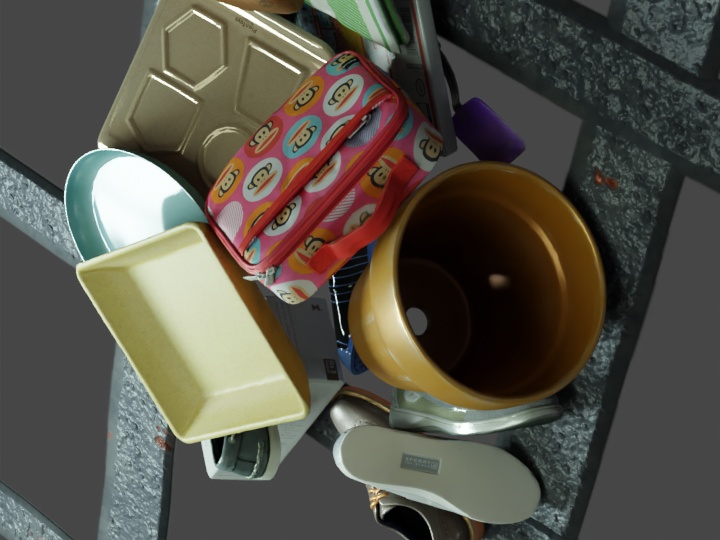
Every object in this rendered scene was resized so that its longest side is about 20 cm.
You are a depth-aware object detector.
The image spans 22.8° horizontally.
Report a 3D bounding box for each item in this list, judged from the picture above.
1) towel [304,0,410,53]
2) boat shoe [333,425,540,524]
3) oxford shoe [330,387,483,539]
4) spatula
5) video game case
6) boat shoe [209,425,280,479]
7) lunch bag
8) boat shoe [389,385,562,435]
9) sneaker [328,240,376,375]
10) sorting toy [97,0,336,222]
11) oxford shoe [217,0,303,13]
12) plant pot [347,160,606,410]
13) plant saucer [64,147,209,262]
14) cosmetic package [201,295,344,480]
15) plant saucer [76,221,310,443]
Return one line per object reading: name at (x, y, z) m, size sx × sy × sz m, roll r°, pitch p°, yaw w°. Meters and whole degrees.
towel at (-0.051, -0.270, 1.500) m, size 0.199 × 0.023 × 0.153 m, roll 34°, pitch 164°, yaw 34°
boat shoe at (0.068, 0.190, 1.668) m, size 0.068 × 0.198 × 0.073 m, roll 161°, pitch 118°, yaw -79°
oxford shoe at (0.033, 0.198, 1.731) m, size 0.200 × 0.073 × 0.071 m, roll 47°, pitch 137°, yaw 14°
spatula at (0.070, -0.173, 1.534) m, size 0.201 × 0.020 × 0.057 m, roll 57°, pitch 143°, yaw 8°
video game case at (0.000, -0.178, 1.584) m, size 0.199 × 0.017 × 0.144 m, roll 11°, pitch 120°, yaw 47°
boat shoe at (-0.130, 0.117, 1.721) m, size 0.073 × 0.061 × 0.201 m, roll -65°, pitch 33°, yaw 37°
lunch bag at (-0.027, -0.072, 1.487) m, size 0.082 × 0.200 × 0.176 m, roll 39°, pitch -173°, yaw -36°
boat shoe at (0.100, 0.115, 1.635) m, size 0.201 × 0.074 × 0.066 m, roll -3°, pitch 91°, yaw 52°
sneaker at (0.000, 0.000, 1.672) m, size 0.078 × 0.070 × 0.202 m, roll 37°, pitch 130°, yaw 34°
sorting toy at (-0.129, -0.150, 1.607) m, size 0.184 × 0.036 × 0.201 m, roll 31°, pitch 108°, yaw 19°
oxford shoe at (-0.131, -0.259, 1.547) m, size 0.199 × 0.072 × 0.071 m, roll 25°, pitch 166°, yaw 35°
plant pot at (0.080, 0.026, 1.531) m, size 0.201 × 0.199 × 0.183 m, roll 60°, pitch 154°, yaw -2°
plant saucer at (-0.190, -0.028, 1.648) m, size 0.199 × 0.027 × 0.202 m, roll 23°, pitch 133°, yaw 27°
cosmetic package at (-0.094, 0.120, 1.792) m, size 0.200 × 0.073 × 0.102 m, roll -56°, pitch 39°, yaw 45°
plant saucer at (-0.141, 0.050, 1.609) m, size 0.199 × 0.048 × 0.201 m, roll -16°, pitch 108°, yaw 47°
